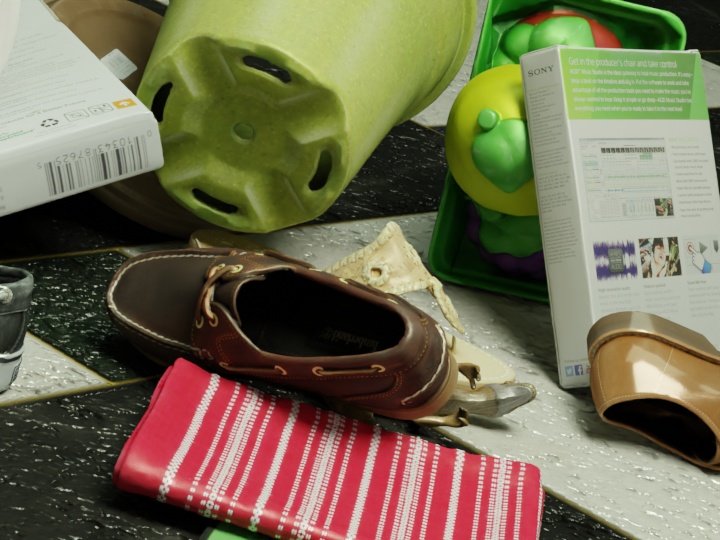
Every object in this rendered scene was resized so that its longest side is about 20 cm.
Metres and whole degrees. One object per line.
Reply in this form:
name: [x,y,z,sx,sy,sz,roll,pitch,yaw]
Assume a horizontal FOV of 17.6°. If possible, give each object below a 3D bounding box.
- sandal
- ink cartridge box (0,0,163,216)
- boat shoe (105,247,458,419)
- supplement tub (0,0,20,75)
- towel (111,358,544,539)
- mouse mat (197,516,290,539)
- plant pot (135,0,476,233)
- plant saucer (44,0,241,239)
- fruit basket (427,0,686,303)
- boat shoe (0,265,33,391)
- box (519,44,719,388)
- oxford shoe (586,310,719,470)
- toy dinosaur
sandal: [-0.002,0.001,1.344,0.212,0.070,0.078,22,19,18]
ink cartridge box: [-0.240,-0.083,1.328,0.198,0.047,0.200,-20,30,-18]
boat shoe: [-0.047,0.022,1.181,0.200,0.070,0.070,10,-18,26]
supplement tub: [-0.301,-0.158,1.287,0.200,0.145,0.145,20,17,41]
towel: [-0.010,0.099,1.105,0.200,0.023,0.145,17,18,3]
mouse mat: [0.029,0.140,1.058,0.200,0.008,0.161,17,18,7]
plant pot: [-0.046,-0.123,1.385,0.200,0.200,0.184,17,36,4]
plant saucer: [-0.135,-0.104,1.469,0.200,0.029,0.200,29,34,-22]
fruit basket: [0.119,-0.081,1.474,0.155,0.216,0.216,12,18,-12]
boat shoe: [-0.252,0.013,1.100,0.199,0.068,0.074,9,19,-20]
box: [0.164,-0.034,1.402,0.036,0.200,0.144,-8,-4,44]
oxford shoe: [0.220,0.088,1.312,0.200,0.071,0.071,15,47,-7]
toy dinosaur: [-0.004,0.053,1.236,0.200,0.060,0.106,23,4,-9]
